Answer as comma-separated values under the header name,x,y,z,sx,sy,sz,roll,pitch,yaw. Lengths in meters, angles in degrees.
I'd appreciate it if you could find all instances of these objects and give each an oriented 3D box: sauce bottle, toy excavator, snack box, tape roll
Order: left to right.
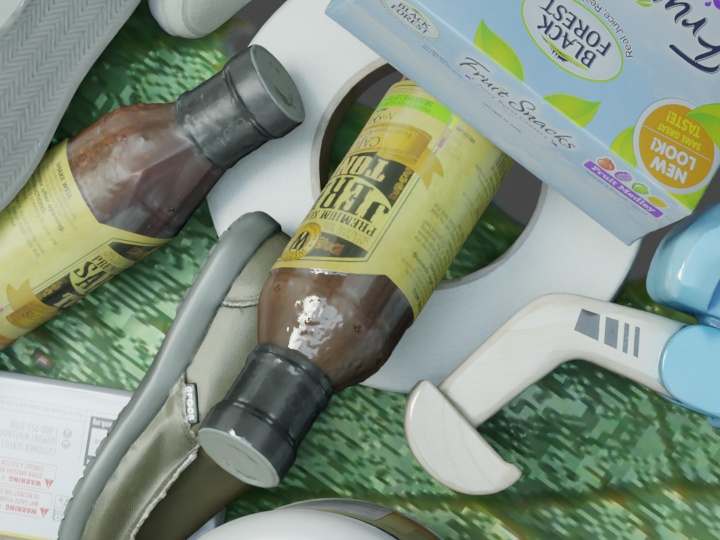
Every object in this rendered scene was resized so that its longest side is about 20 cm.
name,x,y,z,sx,sy,sz,roll,pitch,yaw
sauce bottle,-0.115,-0.030,1.331,0.199,0.066,0.066,-32,84,20
sauce bottle,0.000,0.000,1.263,0.064,0.065,0.201,29,65,7
tape roll,0.032,-0.044,1.349,0.201,0.037,0.204,0,88,6
snack box,0.108,-0.141,1.273,0.168,0.068,0.201,36,68,-10
toy excavator,0.137,0.026,1.290,0.199,0.100,0.196,21,88,0

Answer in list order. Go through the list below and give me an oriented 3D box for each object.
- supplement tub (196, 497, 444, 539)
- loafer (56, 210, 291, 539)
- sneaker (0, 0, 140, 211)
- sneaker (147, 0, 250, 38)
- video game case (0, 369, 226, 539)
name,x,y,z,sx,sy,sz,roll,pitch,yaw
supplement tub,-0.016,0.169,1.262,0.143,0.200,0.145,0,87,6
loafer,-0.069,0.075,1.309,0.069,0.075,0.201,29,99,7
sneaker,-0.182,-0.089,1.333,0.200,0.115,0.074,-51,126,-13
sneaker,-0.013,-0.173,1.333,0.200,0.075,0.081,-45,67,4
video game case,-0.165,0.137,1.371,0.199,0.023,0.183,9,88,6
